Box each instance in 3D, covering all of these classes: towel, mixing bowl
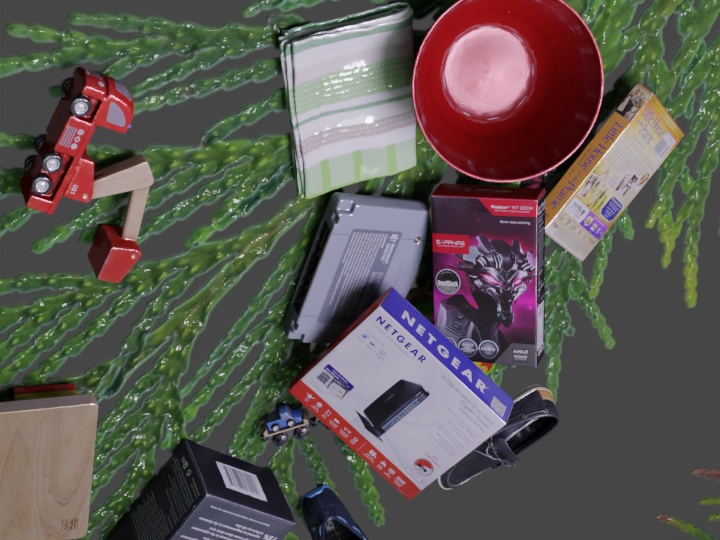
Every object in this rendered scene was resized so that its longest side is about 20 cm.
[{"bbox_3d":[-0.006,-0.176,1.337,0.148,0.031,0.201,-16,129,-14],"label":"towel"},{"bbox_3d":[0.144,-0.201,1.321,0.199,0.108,0.201,-2,106,-6],"label":"mixing bowl"}]

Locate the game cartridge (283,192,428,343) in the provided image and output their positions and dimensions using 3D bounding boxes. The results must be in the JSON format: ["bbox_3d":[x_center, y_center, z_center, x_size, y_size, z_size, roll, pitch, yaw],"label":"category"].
[{"bbox_3d":[0.000,0.000,1.457,0.133,0.041,0.201,6,125,-26],"label":"game cartridge"}]

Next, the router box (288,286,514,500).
[{"bbox_3d":[0.046,0.146,1.463,0.200,0.049,0.179,42,123,-5],"label":"router box"}]

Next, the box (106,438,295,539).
[{"bbox_3d":[-0.204,0.330,1.558,0.148,0.104,0.200,28,108,-38],"label":"box"}]

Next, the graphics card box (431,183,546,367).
[{"bbox_3d":[0.146,0.006,1.428,0.125,0.051,0.201,4,109,18],"label":"graphics card box"}]

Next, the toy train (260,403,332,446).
[{"bbox_3d":[-0.033,0.168,1.544,0.199,0.034,0.046,-20,114,5],"label":"toy train"}]

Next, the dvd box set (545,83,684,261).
[{"bbox_3d":[0.293,-0.112,1.486,0.200,0.029,0.146,-52,150,8],"label":"dvd box set"}]

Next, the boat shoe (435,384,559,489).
[{"bbox_3d":[0.186,0.236,1.709,0.200,0.062,0.075,-37,133,5],"label":"boat shoe"}]

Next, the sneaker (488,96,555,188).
[{"bbox_3d":[0.196,-0.110,1.453,0.083,0.077,0.201,-8,128,-16],"label":"sneaker"}]

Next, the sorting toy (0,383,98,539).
[{"bbox_3d":[-0.404,0.214,1.400,0.198,0.070,0.201,-3,125,-24],"label":"sorting toy"}]

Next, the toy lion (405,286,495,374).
[{"bbox_3d":[0.129,0.090,1.581,0.199,0.069,0.192,-21,137,-11],"label":"toy lion"}]

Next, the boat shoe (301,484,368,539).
[{"bbox_3d":[-0.031,0.375,1.698,0.084,0.069,0.200,-33,131,0],"label":"boat shoe"}]

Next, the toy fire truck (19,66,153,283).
[{"bbox_3d":[-0.261,-0.094,1.260,0.141,0.049,0.200,18,113,-35],"label":"toy fire truck"}]
